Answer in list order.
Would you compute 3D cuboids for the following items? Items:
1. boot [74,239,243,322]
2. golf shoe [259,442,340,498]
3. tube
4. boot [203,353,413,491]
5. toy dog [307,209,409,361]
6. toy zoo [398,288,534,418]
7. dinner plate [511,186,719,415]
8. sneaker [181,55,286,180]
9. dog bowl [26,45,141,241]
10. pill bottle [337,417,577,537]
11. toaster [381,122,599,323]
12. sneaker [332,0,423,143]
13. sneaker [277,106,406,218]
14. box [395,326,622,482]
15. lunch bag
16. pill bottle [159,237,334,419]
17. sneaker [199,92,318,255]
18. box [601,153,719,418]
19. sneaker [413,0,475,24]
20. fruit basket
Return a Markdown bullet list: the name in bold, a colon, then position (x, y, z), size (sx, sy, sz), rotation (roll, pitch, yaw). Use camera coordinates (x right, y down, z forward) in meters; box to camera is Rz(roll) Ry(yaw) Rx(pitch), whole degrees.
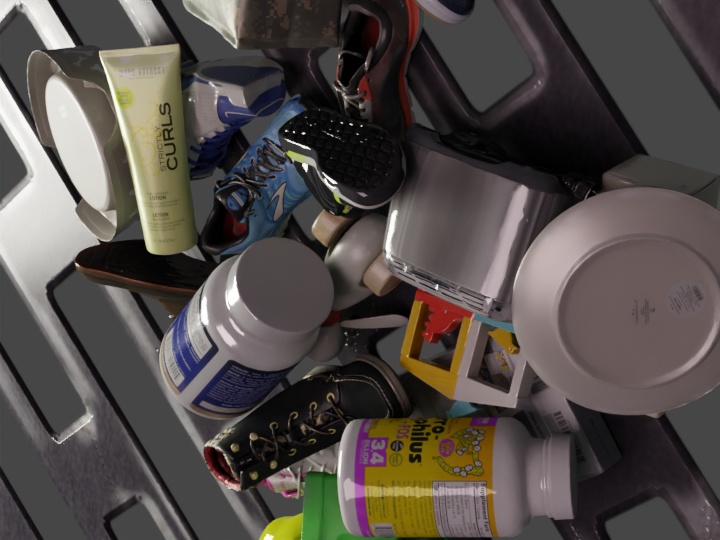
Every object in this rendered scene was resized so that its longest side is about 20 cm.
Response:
- **boot**: position (-0.186, 0.031, 1.735), size (0.199, 0.075, 0.097), rotation (8, 126, 1)
- **golf shoe**: position (-0.036, 0.198, 1.701), size (0.200, 0.091, 0.076), rotation (6, 121, 41)
- **tube**: position (-0.194, -0.114, 1.639), size (0.052, 0.058, 0.201), rotation (25, 128, 51)
- **boot**: position (-0.050, 0.147, 1.616), size (0.074, 0.154, 0.203), rotation (61, 156, -8)
- **toy dog**: position (0.000, 0.000, 1.622), size (0.132, 0.096, 0.200), rotation (58, 146, 0)
- **toy zoo**: position (0.105, 0.036, 1.531), size (0.131, 0.020, 0.201), rotation (19, 98, 35)
- **dinner plate**: position (0.220, 0.031, 1.379), size (0.199, 0.024, 0.201), rotation (0, 114, 0)
- **sneaker**: position (-0.144, -0.142, 1.676), size (0.199, 0.080, 0.116), rotation (7, 115, 44)
- **dog bowl**: position (-0.264, -0.133, 1.736), size (0.200, 0.059, 0.201), rotation (46, 149, 39)
- **pill bottle**: position (0.086, 0.179, 1.513), size (0.199, 0.104, 0.105), rotation (-2, 108, 11)
- **toaster**: position (0.109, -0.037, 1.451), size (0.200, 0.113, 0.130), rotation (24, 104, 38)
- **sneaker**: position (0.000, -0.159, 1.544), size (0.077, 0.082, 0.201), rotation (19, 118, 32)
- **sneaker**: position (-0.005, -0.082, 1.497), size (0.083, 0.072, 0.200), rotation (65, 170, -28)
- **box**: position (0.122, 0.138, 1.595), size (0.200, 0.041, 0.156), rotation (-29, 88, 40)
- **lunch bag**: position (-0.092, -0.297, 1.534), size (0.200, 0.117, 0.165), rotation (42, 132, 55)
- **pill bottle**: position (-0.104, 0.053, 1.605), size (0.116, 0.116, 0.200), rotation (55, 146, 7)
- **sneaker**: position (-0.089, -0.079, 1.641), size (0.078, 0.090, 0.200), rotation (44, 128, 16)
- **box**: position (0.237, 0.013, 1.435), size (0.082, 0.068, 0.201), rotation (20, 119, 30)
- **sneaker**: position (0.064, -0.311, 1.441), size (0.108, 0.070, 0.201), rotation (-28, 86, 43)
- **fruit basket**: position (-0.016, 0.288, 1.655), size (0.215, 0.156, 0.216), rotation (1, 135, 1)
